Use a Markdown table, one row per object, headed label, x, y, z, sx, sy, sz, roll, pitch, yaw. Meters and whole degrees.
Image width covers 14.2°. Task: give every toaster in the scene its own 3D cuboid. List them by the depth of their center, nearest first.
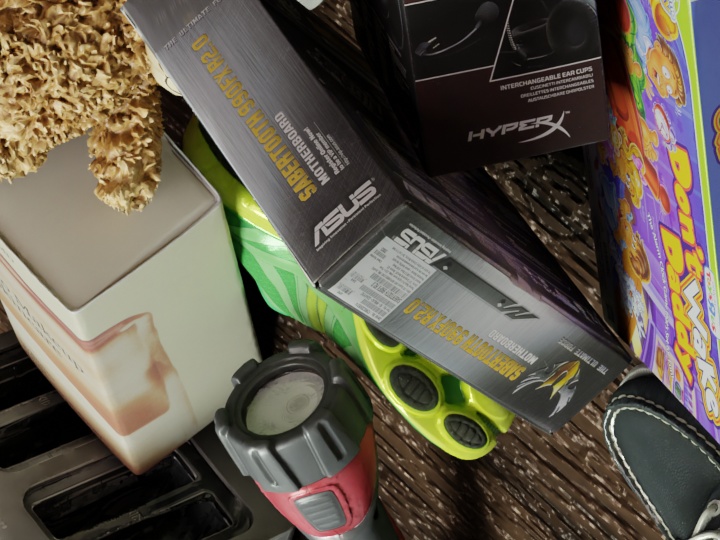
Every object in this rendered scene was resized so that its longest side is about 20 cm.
| label | x | y | z | sx | sy | sz | roll | pitch | yaw |
| --- | --- | --- | --- | --- | --- | --- | --- | --- | --- |
| toaster | -0.142 | 0.129 | 1.454 | 0.181 | 0.199 | 0.119 | 49 | 140 | 25 |

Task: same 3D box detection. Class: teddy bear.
| label | x | y | z | sx | sy | sz | roll | pitch | yaw |
| --- | --- | --- | --- | --- | --- | --- | --- | --- | --- |
| teddy bear | -0.131 | -0.084 | 1.199 | 0.067 | 0.199 | 0.146 | -97 | 6 | -62 |

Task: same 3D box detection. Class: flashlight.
| label | x | y | z | sx | sy | sz | roll | pitch | yaw |
| --- | --- | --- | --- | --- | --- | --- | --- | --- | --- |
| flashlight | 0.003 | 0.119 | 1.330 | 0.068 | 0.068 | 0.200 | 27 | 157 | 45 |

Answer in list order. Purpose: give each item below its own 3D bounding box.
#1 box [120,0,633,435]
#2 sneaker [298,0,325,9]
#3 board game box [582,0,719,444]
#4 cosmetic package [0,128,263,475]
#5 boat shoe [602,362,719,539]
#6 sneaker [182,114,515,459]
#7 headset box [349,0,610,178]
| label | x | y | z | sx | sy | sz | roll | pitch | yaw |
| --- | --- | --- | --- | --- | --- | --- | --- | --- | --- |
| box | 0.009 | -0.031 | 1.130 | 0.048 | 0.200 | 0.159 | -43 | 57 | 9 |
| sneaker | -0.103 | -0.178 | 1.269 | 0.200 | 0.090 | 0.067 | 47 | 140 | 16 |
| board game box | 0.125 | -0.049 | 1.089 | 0.135 | 0.045 | 0.201 | -129 | 27 | -62 |
| cosmetic package | -0.115 | 0.003 | 1.344 | 0.103 | 0.087 | 0.200 | 46 | 166 | 22 |
| boat shoe | 0.166 | 0.120 | 1.189 | 0.200 | 0.060 | 0.076 | 43 | 140 | 20 |
| sneaker | 0.000 | 0.000 | 1.305 | 0.200 | 0.074 | 0.084 | 48 | 168 | 8 |
| headset box | 0.032 | -0.159 | 1.087 | 0.149 | 0.077 | 0.201 | -115 | 16 | -63 |
